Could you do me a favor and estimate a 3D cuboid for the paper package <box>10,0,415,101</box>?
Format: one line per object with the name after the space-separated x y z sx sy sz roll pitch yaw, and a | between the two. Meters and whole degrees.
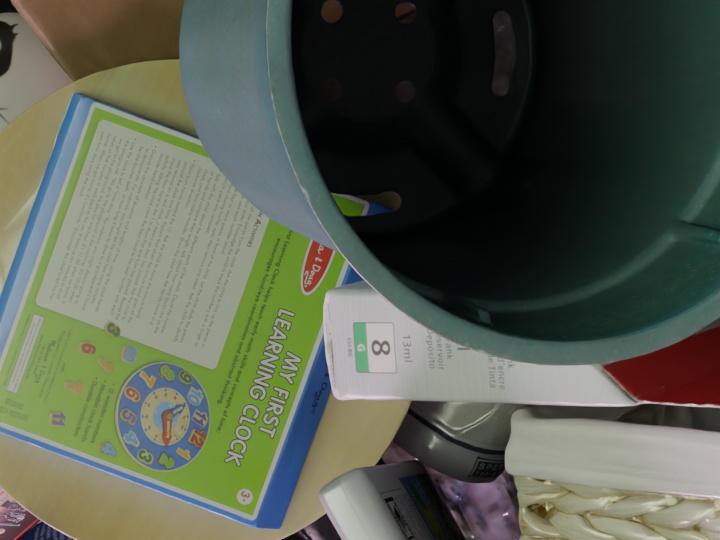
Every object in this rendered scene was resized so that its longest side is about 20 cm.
-0.058 -0.171 0.959 0.200 0.103 0.191 -30 112 13 | paper package

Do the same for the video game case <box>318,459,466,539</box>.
0.053 0.164 0.905 0.022 0.182 0.200 -31 83 5 | video game case

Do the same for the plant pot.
0.034 -0.076 0.815 0.196 0.200 0.200 -169 81 -70 | plant pot

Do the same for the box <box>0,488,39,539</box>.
-0.178 0.059 1.150 0.200 0.040 0.137 -41 49 30 | box

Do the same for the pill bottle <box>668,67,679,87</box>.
0.170 -0.095 0.867 0.113 0.113 0.200 21 103 35 | pill bottle

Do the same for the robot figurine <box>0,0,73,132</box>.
-0.188 -0.056 1.078 0.200 0.125 0.150 3 114 49 | robot figurine

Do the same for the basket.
0.167 0.110 0.864 0.200 0.136 0.123 4 97 36 | basket

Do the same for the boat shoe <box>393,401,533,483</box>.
-0.002 0.001 1.022 0.202 0.075 0.086 38 113 27 | boat shoe

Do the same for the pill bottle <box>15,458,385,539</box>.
-0.082 0.136 1.020 0.200 0.112 0.112 -35 70 13 | pill bottle

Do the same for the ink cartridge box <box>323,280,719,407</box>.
0.112 0.015 0.882 0.200 0.161 0.050 -3 97 37 | ink cartridge box

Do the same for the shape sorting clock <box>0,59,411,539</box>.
-0.072 0.016 0.947 0.200 0.039 0.200 0 91 4 | shape sorting clock
